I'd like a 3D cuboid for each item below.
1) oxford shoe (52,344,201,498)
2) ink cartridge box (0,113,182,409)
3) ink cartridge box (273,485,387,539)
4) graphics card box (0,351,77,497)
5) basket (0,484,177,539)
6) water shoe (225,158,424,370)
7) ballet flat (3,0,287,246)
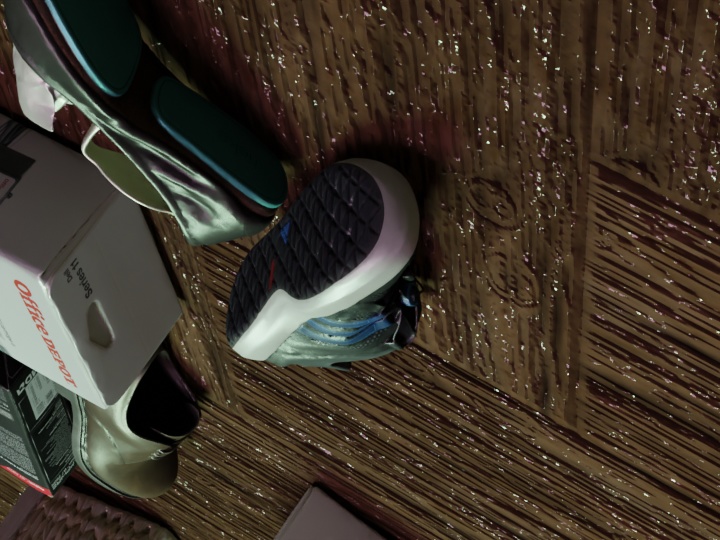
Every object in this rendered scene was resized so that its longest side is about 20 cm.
[{"bbox_3d":[-0.146,0.104,1.352,0.084,0.073,0.200,25,155,21],"label":"oxford shoe"},{"bbox_3d":[-0.215,-0.022,1.198,0.199,0.083,0.147,27,155,25],"label":"ink cartridge box"},{"bbox_3d":[0.015,0.251,1.381,0.199,0.086,0.147,35,157,3],"label":"ink cartridge box"},{"bbox_3d":[-0.283,0.087,1.545,0.125,0.051,0.200,30,157,18],"label":"graphics card box"},{"bbox_3d":[-0.229,0.315,1.717,0.160,0.201,0.199,12,147,35],"label":"basket"},{"bbox_3d":[0.000,0.000,0.979,0.078,0.072,0.200,14,162,-19],"label":"water shoe"},{"bbox_3d":[-0.118,-0.081,0.952,0.068,0.068,0.200,-27,118,28],"label":"ballet flat"}]
